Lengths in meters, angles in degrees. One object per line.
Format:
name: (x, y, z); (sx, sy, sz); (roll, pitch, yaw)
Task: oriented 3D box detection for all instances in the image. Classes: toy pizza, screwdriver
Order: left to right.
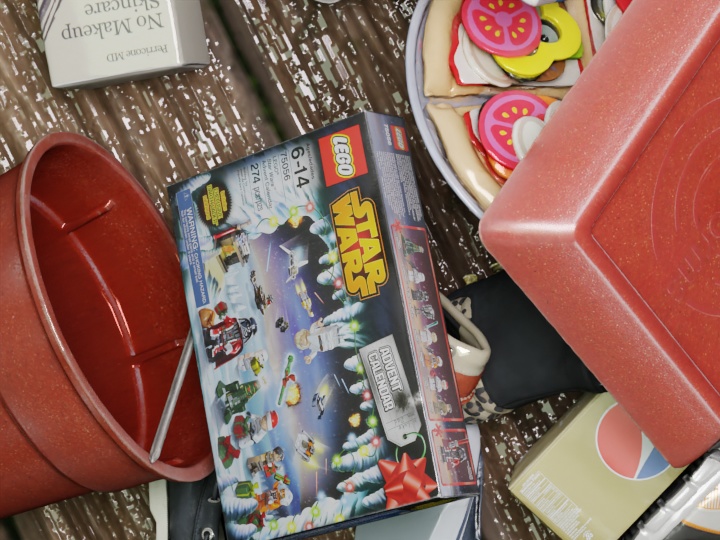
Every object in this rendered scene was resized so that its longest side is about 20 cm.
screwdriver: (-0.088, 0.032, 1.159); (0.028, 0.200, 0.029); (3, 137, 10)
toy pizza: (0.118, -0.090, 1.081); (0.200, 0.032, 0.200); (9, 64, -20)

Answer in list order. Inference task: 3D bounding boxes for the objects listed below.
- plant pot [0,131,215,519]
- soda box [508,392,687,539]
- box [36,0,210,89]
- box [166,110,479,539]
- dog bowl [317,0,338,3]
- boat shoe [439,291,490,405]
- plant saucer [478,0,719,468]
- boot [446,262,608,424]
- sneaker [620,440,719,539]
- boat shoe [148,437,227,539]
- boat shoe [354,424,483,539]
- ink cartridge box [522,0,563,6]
plant pot: (-0.206, 0.054, 1.174); (0.195, 0.201, 0.201); (-23, 91, 18)
soda box: (0.170, 0.064, 1.171); (0.064, 0.068, 0.200); (43, 99, 1)
box: (-0.143, -0.205, 1.194); (0.082, 0.068, 0.200); (-10, 93, 9)
box: (-0.023, 0.033, 1.107); (0.137, 0.040, 0.200); (-19, 76, 32)
dog bowl: (-0.008, -0.241, 1.130); (0.200, 0.059, 0.200); (22, 131, 28)
boat shoe: (0.000, 0.000, 1.158); (0.200, 0.071, 0.063); (53, 129, 32)
plant saucer: (0.171, -0.032, 1.043); (0.200, 0.037, 0.200); (-54, 127, -17)
boot: (0.115, -0.016, 1.162); (0.154, 0.073, 0.204); (-19, 51, 40)
sneaker: (0.215, 0.119, 1.168); (0.080, 0.074, 0.200); (44, 100, 0)
boat shoe: (-0.073, 0.175, 1.182); (0.066, 0.075, 0.199); (-14, 53, 10)
boat shoe: (0.044, 0.180, 1.206); (0.071, 0.091, 0.200); (0, 69, 49)
ink cartridge box: (0.117, -0.225, 1.002); (0.067, 0.116, 0.200); (34, 106, 8)
